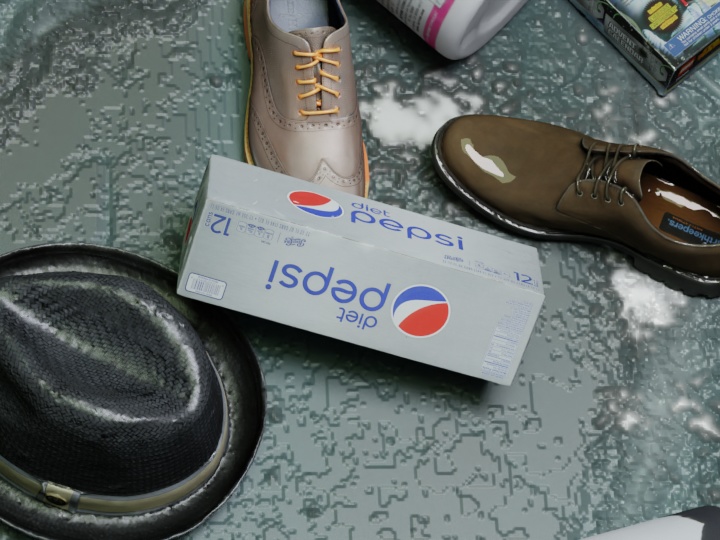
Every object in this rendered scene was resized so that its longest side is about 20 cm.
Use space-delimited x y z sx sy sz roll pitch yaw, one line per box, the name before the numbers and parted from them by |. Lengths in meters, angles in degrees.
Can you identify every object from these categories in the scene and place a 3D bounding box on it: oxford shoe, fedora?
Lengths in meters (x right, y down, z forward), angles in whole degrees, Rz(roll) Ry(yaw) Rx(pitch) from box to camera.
oxford shoe | 0.140 -0.055 1.621 0.200 0.084 0.073 18 67 2
oxford shoe | -0.034 -0.105 1.624 0.071 0.073 0.200 -8 68 -11
fedora | -0.148 0.055 1.527 0.200 0.092 0.201 3 66 -7

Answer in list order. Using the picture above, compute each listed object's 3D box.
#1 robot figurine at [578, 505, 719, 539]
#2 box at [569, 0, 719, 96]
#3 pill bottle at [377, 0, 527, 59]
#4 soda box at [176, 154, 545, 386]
robot figurine | 0.153 0.196 1.482 0.200 0.150 0.125 -15 78 -6
box | 0.216 -0.218 1.726 0.200 0.040 0.137 -38 75 -20
pill bottle | 0.017 -0.230 1.665 0.200 0.113 0.113 41 68 11
soda box | 0.000 0.000 1.563 0.200 0.063 0.068 16 24 -8
